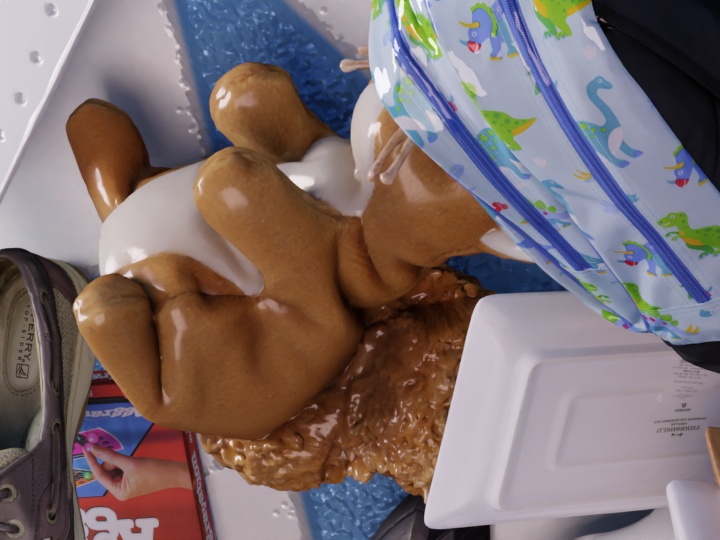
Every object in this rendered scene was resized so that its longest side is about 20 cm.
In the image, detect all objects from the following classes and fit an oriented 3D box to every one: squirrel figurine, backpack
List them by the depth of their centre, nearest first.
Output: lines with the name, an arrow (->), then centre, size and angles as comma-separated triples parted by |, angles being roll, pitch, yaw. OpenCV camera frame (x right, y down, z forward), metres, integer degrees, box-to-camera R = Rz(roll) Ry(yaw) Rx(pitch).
backpack -> 0.095, -0.073, 1.038 | 0.153, 0.164, 0.200 | -5, 149, 22
squirrel figurine -> 0.000, 0.000, 1.159 | 0.186, 0.142, 0.200 | -24, 121, 11

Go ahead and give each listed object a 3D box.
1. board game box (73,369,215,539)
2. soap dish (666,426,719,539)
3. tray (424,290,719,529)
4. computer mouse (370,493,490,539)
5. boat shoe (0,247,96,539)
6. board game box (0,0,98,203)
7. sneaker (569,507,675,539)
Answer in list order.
board game box -> -0.169, 0.098, 1.297 | 0.199, 0.019, 0.103 | -4, 113, 15
soap dish -> 0.182, 0.177, 1.092 | 0.081, 0.158, 0.200 | -15, 133, 4
tray -> 0.126, 0.056, 1.140 | 0.200, 0.022, 0.108 | -3, 119, -28
computer mouse -> 0.009, 0.190, 1.235 | 0.046, 0.140, 0.200 | 11, 118, 28
boat shoe -> -0.157, 0.087, 1.208 | 0.072, 0.066, 0.201 | 0, 76, 23
board game box -> -0.203, -0.124, 1.174 | 0.200, 0.026, 0.200 | 36, 118, 13
sneaker -> 0.098, 0.167, 1.214 | 0.200, 0.087, 0.075 | -39, 141, 3
